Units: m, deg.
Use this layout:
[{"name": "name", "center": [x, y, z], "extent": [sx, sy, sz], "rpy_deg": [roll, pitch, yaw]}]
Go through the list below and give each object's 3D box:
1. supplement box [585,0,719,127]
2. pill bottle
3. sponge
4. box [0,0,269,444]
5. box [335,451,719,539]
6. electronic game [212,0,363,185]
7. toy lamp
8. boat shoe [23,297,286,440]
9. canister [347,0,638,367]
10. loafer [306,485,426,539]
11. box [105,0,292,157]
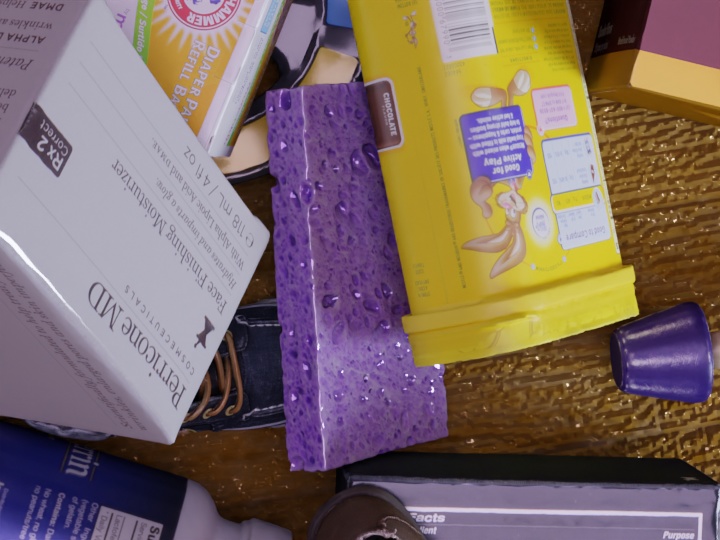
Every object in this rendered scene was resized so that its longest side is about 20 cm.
[{"name": "supplement box", "center": [0.243, -0.170, 1.270], "extent": [0.197, 0.133, 0.201], "rpy_deg": [13, 92, -5]}, {"name": "pill bottle", "center": [-0.143, 0.154, 1.264], "extent": [0.199, 0.116, 0.116], "rpy_deg": [18, 91, -6]}, {"name": "sponge", "center": [0.000, 0.000, 1.272], "extent": [0.030, 0.111, 0.201], "rpy_deg": [-1, 94, 39]}, {"name": "box", "center": [-0.184, -0.030, 1.160], "extent": [0.199, 0.199, 0.131], "rpy_deg": [7, 60, 31]}, {"name": "box", "center": [0.085, 0.201, 1.280], "extent": [0.199, 0.123, 0.199], "rpy_deg": [2, 94, -4]}, {"name": "electronic game", "center": [-0.089, -0.144, 1.290], "extent": [0.199, 0.042, 0.201], "rpy_deg": [0, 93, -4]}, {"name": "toy lamp", "center": [0.238, 0.040, 1.320], "extent": [0.199, 0.058, 0.058], "rpy_deg": [-4, 93, -6]}, {"name": "boat shoe", "center": [-0.087, 0.058, 1.276], "extent": [0.200, 0.091, 0.071], "rpy_deg": [-7, 94, -4]}, {"name": "canister", "center": [0.069, -0.061, 1.258], "extent": [0.086, 0.148, 0.201], "rpy_deg": [-11, 91, 35]}, {"name": "loafer", "center": [0.041, 0.200, 1.182], "extent": [0.073, 0.071, 0.200], "rpy_deg": [-39, 94, 0]}, {"name": "box", "center": [-0.141, -0.145, 1.220], "extent": [0.200, 0.101, 0.113], "rpy_deg": [24, 94, 2]}]
